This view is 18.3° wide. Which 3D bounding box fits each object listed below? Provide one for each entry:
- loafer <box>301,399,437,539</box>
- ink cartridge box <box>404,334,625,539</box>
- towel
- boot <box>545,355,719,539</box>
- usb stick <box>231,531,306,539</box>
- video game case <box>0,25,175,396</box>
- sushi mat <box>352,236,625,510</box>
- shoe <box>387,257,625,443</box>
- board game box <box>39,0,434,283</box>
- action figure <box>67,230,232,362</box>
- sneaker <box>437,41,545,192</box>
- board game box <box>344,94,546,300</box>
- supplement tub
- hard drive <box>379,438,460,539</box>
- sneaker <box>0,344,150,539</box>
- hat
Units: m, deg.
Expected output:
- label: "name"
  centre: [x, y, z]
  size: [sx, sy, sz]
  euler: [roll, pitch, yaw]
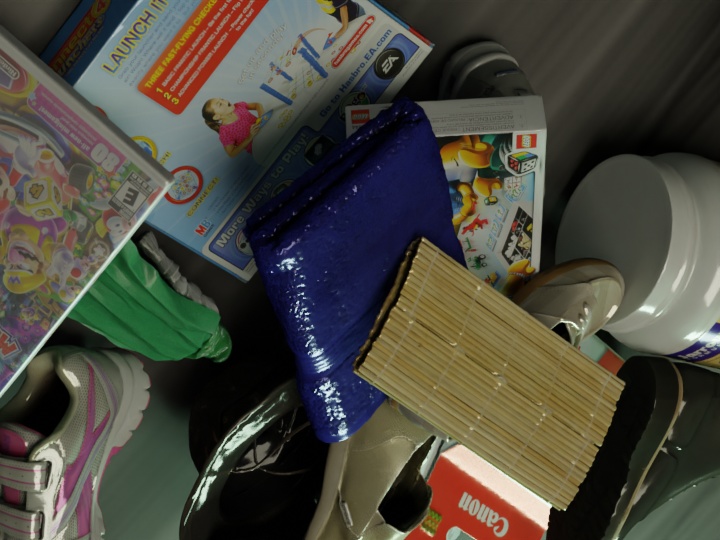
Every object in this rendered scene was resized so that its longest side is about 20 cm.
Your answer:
- label: "loafer"
  centre: [0.008, 0.168, 1.525]
  size: [0.076, 0.068, 0.201]
  euler: [-34, 140, -48]
- label: "ink cartridge box"
  centre: [0.128, 0.139, 1.641]
  size: [0.162, 0.050, 0.200]
  euler: [37, 73, -46]
- label: "towel"
  centre: [0.000, 0.000, 1.403]
  size: [0.148, 0.049, 0.200]
  euler: [-43, 144, -22]
- label: "boot"
  centre: [0.228, 0.153, 1.624]
  size: [0.138, 0.078, 0.200]
  euler: [5, 130, -26]
- label: "usb stick"
  centre: [-0.046, 0.207, 1.579]
  size: [0.055, 0.033, 0.200]
  euler: [-46, 158, 19]
- label: "video game case"
  centre: [-0.225, -0.026, 1.343]
  size: [0.143, 0.018, 0.200]
  euler: [41, 106, 1]
- label: "sushi mat"
  centre: [0.085, 0.068, 1.421]
  size: [0.200, 0.012, 0.096]
  euler: [35, 75, -31]
- label: "shoe"
  centre: [0.108, 0.055, 1.480]
  size: [0.200, 0.053, 0.070]
  euler: [-29, 138, -29]
- label: "board game box"
  centre: [-0.088, -0.120, 1.405]
  size: [0.196, 0.056, 0.200]
  euler: [33, 101, -39]
- label: "action figure"
  centre: [-0.156, 0.008, 1.431]
  size: [0.118, 0.055, 0.200]
  euler: [-27, 133, 32]
- label: "sneaker"
  centre: [0.087, -0.051, 1.527]
  size: [0.075, 0.082, 0.201]
  euler: [-16, 126, -19]
- label: "board game box"
  centre: [0.055, -0.033, 1.473]
  size: [0.126, 0.035, 0.200]
  euler: [-3, 140, 0]
- label: "supplement tub"
  centre: [0.255, -0.003, 1.610]
  size: [0.200, 0.145, 0.146]
  euler: [12, 113, -34]
- label: "hard drive"
  centre: [0.047, 0.134, 1.617]
  size: [0.132, 0.027, 0.201]
  euler: [-38, 142, -51]
- label: "sneaker"
  centre: [-0.209, 0.134, 1.442]
  size: [0.088, 0.081, 0.201]
  euler: [32, 68, -52]
- label: "hat"
  centre: [-0.073, 0.113, 1.536]
  size: [0.200, 0.081, 0.201]
  euler: [-37, 152, -24]
